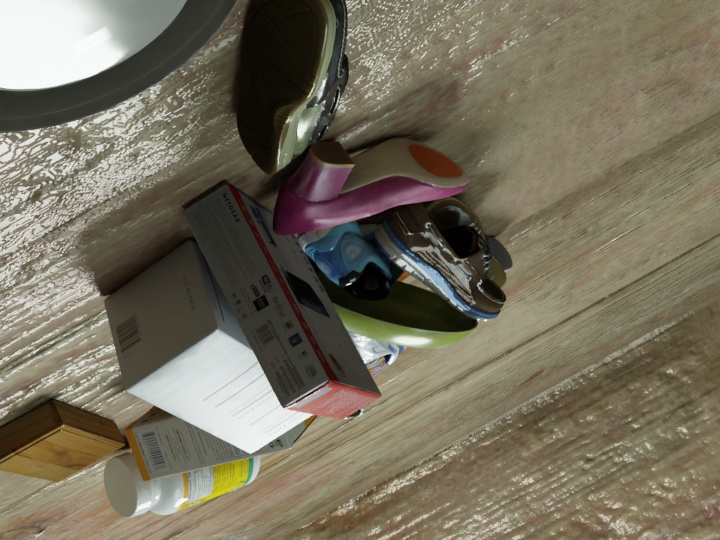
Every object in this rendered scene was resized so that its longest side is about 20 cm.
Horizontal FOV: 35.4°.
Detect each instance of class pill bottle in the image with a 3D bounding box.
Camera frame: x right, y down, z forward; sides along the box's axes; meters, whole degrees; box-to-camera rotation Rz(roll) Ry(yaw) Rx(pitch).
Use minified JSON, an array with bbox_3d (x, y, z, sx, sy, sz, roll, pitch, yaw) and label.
[{"bbox_3d":[-0.248,0.272,1.566,0.200,0.113,0.113,-13,157,-43],"label":"pill bottle"}]

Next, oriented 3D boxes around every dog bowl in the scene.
[{"bbox_3d":[-0.157,-0.154,0.587,0.200,0.059,0.200,-26,163,-9],"label":"dog bowl"}]

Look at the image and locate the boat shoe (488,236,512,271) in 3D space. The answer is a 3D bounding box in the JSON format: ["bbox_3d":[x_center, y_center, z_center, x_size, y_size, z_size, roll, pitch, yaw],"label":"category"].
[{"bbox_3d":[0.131,0.005,1.469,0.065,0.074,0.200,-39,162,30],"label":"boat shoe"}]

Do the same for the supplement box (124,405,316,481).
[{"bbox_3d":[-0.161,0.177,1.349,0.200,0.074,0.126,-15,-171,18],"label":"supplement box"}]

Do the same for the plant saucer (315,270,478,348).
[{"bbox_3d":[0.030,0.045,1.252,0.200,0.200,0.031,-4,113,-54],"label":"plant saucer"}]

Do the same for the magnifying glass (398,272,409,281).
[{"bbox_3d":[0.004,0.037,1.458,0.200,0.022,0.080,-35,162,26],"label":"magnifying glass"}]

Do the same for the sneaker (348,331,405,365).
[{"bbox_3d":[0.000,0.076,1.385,0.200,0.075,0.088,16,107,-48],"label":"sneaker"}]

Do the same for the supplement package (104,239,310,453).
[{"bbox_3d":[-0.134,0.080,1.096,0.109,0.114,0.200,-33,141,14],"label":"supplement package"}]

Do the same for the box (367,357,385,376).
[{"bbox_3d":[-0.034,0.139,1.650,0.200,0.039,0.137,-13,156,-42],"label":"box"}]

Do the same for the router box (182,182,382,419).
[{"bbox_3d":[-0.067,0.034,1.028,0.049,0.200,0.179,-31,164,8],"label":"router box"}]

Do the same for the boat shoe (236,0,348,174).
[{"bbox_3d":[-0.042,-0.143,0.800,0.065,0.073,0.200,-33,170,-27],"label":"boat shoe"}]

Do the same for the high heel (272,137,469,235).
[{"bbox_3d":[0.012,-0.070,1.063,0.200,0.067,0.096,-6,140,-42],"label":"high heel"}]

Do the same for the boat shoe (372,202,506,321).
[{"bbox_3d":[0.104,-0.009,1.223,0.072,0.072,0.200,-44,134,17],"label":"boat shoe"}]

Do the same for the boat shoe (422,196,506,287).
[{"bbox_3d":[0.110,-0.035,1.319,0.073,0.065,0.200,-30,143,4],"label":"boat shoe"}]

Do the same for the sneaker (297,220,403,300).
[{"bbox_3d":[0.000,0.000,1.221,0.078,0.090,0.200,-34,163,16],"label":"sneaker"}]

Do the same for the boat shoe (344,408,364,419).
[{"bbox_3d":[-0.036,0.113,1.309,0.075,0.068,0.200,-29,150,7],"label":"boat shoe"}]

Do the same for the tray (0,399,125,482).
[{"bbox_3d":[-0.359,0.205,1.329,0.098,0.037,0.200,-29,164,0],"label":"tray"}]
